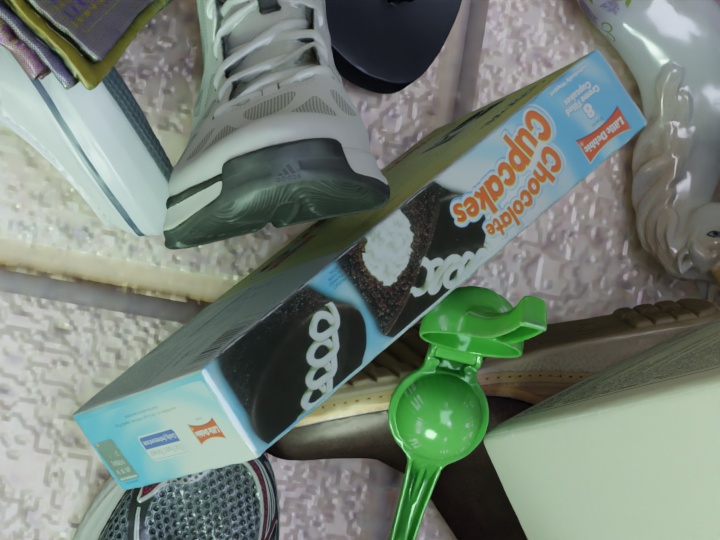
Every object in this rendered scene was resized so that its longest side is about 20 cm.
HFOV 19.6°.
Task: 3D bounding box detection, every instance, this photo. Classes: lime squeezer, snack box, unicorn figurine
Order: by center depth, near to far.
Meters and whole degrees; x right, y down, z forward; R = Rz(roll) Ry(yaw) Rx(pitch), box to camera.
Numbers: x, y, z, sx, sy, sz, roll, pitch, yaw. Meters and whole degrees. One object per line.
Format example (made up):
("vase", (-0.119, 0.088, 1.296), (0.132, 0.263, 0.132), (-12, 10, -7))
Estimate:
("lime squeezer", (0.035, 0.052, 0.719), (0.037, 0.201, 0.071), (1, 51, -18))
("snack box", (0.000, 0.000, 0.736), (0.200, 0.116, 0.037), (-39, 99, -29))
("unicorn figurine", (0.141, -0.087, 0.840), (0.137, 0.074, 0.201), (-37, 87, -6))

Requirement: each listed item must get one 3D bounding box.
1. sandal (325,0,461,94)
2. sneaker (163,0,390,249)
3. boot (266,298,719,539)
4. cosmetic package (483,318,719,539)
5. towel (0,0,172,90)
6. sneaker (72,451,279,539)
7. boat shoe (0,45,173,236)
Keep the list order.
("sandal", (0.019, -0.170, 0.806), (0.075, 0.043, 0.202), (14, 85, -18))
("sneaker", (-0.039, -0.072, 0.703), (0.075, 0.201, 0.117), (-11, 95, -3))
("boot", (0.060, 0.105, 0.803), (0.198, 0.072, 0.168), (-7, 103, -5))
("cosmetic package", (0.128, 0.055, 0.671), (0.103, 0.200, 0.074), (-25, 88, -18))
("towel", (-0.135, -0.157, 0.713), (0.023, 0.144, 0.201), (-34, 100, 25))
("sneaker", (-0.078, 0.152, 0.750), (0.080, 0.075, 0.202), (24, 80, -16))
("boat shoe", (-0.141, -0.086, 0.744), (0.067, 0.074, 0.201), (-35, 95, 3))
